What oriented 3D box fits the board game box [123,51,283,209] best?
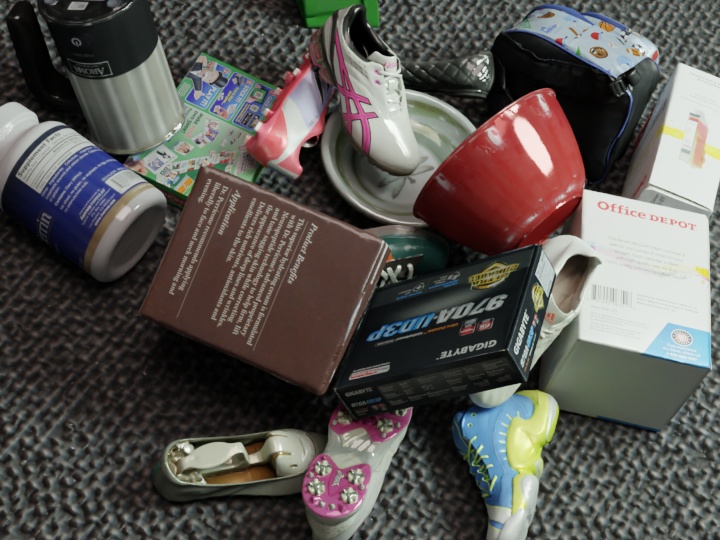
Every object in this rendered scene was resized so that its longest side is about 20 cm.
[{"bbox_3d":[-0.168,-0.152,1.753,0.134,0.029,0.200,26,55,4],"label":"board game box"}]

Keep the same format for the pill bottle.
[{"bbox_3d":[-0.314,-0.087,1.622,0.200,0.116,0.116,35,56,12],"label":"pill bottle"}]

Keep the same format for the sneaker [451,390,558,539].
[{"bbox_3d":[0.135,0.202,1.568,0.105,0.076,0.200,14,47,11],"label":"sneaker"}]

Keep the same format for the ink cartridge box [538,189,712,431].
[{"bbox_3d":[0.285,0.042,1.656,0.147,0.145,0.200,13,55,-5],"label":"ink cartridge box"}]

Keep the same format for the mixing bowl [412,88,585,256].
[{"bbox_3d":[0.165,-0.086,1.627,0.200,0.200,0.108,-32,73,-29],"label":"mixing bowl"}]

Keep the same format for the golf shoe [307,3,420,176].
[{"bbox_3d":[0.014,-0.200,1.709,0.073,0.092,0.200,-25,84,-37],"label":"golf shoe"}]

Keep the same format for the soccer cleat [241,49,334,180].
[{"bbox_3d":[-0.064,-0.187,1.753,0.076,0.067,0.200,40,52,-12],"label":"soccer cleat"}]

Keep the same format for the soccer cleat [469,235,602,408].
[{"bbox_3d":[0.174,0.053,1.557,0.069,0.078,0.200,32,87,-27],"label":"soccer cleat"}]

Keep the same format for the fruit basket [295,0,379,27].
[{"bbox_3d":[-0.002,-0.419,1.892,0.215,0.156,0.216,-2,61,3],"label":"fruit basket"}]

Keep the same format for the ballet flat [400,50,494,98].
[{"bbox_3d":[0.065,-0.242,1.823,0.199,0.066,0.057,10,91,18],"label":"ballet flat"}]

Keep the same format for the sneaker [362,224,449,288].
[{"bbox_3d":[0.000,0.000,1.670,0.199,0.071,0.080,0,59,-5],"label":"sneaker"}]

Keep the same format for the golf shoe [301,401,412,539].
[{"bbox_3d":[-0.005,0.193,1.531,0.075,0.092,0.200,19,43,17],"label":"golf shoe"}]

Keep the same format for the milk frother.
[{"bbox_3d":[-0.271,-0.271,1.704,0.180,0.188,0.200,21,55,28],"label":"milk frother"}]

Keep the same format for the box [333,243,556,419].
[{"bbox_3d":[0.085,0.061,1.512,0.046,0.200,0.159,56,36,-27],"label":"box"}]

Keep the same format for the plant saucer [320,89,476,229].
[{"bbox_3d":[0.048,-0.120,1.769,0.199,0.050,0.201,7,55,-10],"label":"plant saucer"}]

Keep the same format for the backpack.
[{"bbox_3d":[0.246,-0.221,1.805,0.190,0.200,0.154,31,47,13],"label":"backpack"}]

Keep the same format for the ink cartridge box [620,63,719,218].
[{"bbox_3d":[0.364,-0.115,1.782,0.083,0.145,0.200,22,55,0],"label":"ink cartridge box"}]

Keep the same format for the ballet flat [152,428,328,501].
[{"bbox_3d":[-0.105,0.189,1.517,0.199,0.064,0.068,-6,58,-17],"label":"ballet flat"}]

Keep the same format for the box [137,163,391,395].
[{"bbox_3d":[-0.092,0.010,1.544,0.200,0.164,0.166,24,89,3],"label":"box"}]
